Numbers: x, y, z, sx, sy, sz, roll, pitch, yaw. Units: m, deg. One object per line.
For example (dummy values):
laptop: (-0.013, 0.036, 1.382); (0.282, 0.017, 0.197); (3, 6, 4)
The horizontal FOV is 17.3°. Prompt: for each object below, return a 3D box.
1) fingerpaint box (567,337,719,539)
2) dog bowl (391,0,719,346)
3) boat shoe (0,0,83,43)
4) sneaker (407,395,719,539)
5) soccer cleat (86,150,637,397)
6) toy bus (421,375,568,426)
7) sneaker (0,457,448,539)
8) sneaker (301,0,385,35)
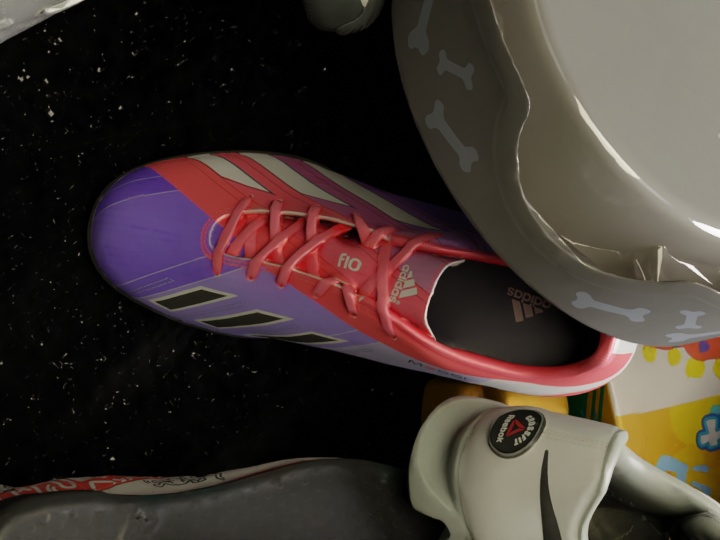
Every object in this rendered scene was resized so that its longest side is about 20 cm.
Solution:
fingerpaint box: (0.158, 0.002, 0.929); (0.199, 0.073, 0.168); (-16, 96, -24)
dog bowl: (0.093, -0.065, 0.796); (0.199, 0.059, 0.201); (23, 52, -33)
boat shoe: (-0.106, -0.118, 0.807); (0.199, 0.068, 0.072); (-24, 100, -24)
sneaker: (0.101, 0.119, 0.815); (0.200, 0.088, 0.074); (48, 54, -36)
soccer cleat: (0.000, 0.000, 0.822); (0.199, 0.073, 0.069); (14, 90, 3)
toy bus: (0.043, 0.140, 0.878); (0.078, 0.065, 0.202); (-6, 93, -24)
sneaker: (-0.059, 0.099, 0.809); (0.200, 0.108, 0.068); (2, 84, -32)
sneaker: (-0.048, -0.168, 0.779); (0.084, 0.074, 0.201); (-20, 90, 6)
